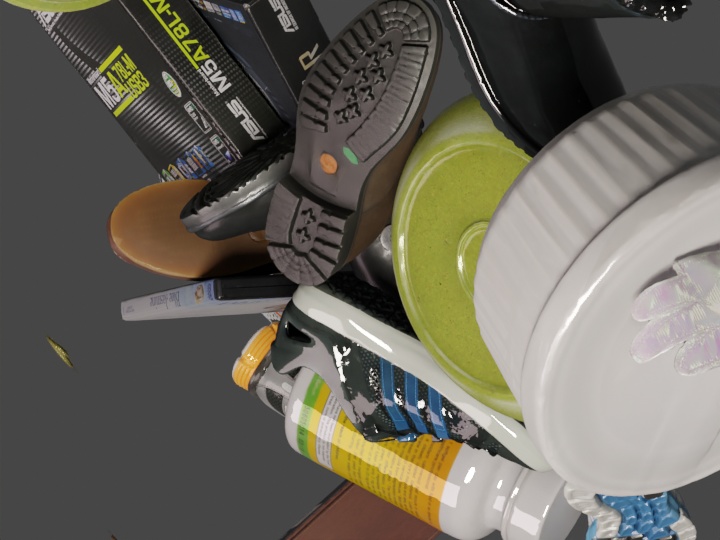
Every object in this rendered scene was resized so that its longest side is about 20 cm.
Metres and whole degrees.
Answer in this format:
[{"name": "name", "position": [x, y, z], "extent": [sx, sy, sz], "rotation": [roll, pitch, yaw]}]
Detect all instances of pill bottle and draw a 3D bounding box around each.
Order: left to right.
[{"name": "pill bottle", "position": [0.057, 0.118, 1.513], "extent": [0.200, 0.111, 0.111], "rotation": [27, 154, 23]}]

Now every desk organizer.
[{"name": "desk organizer", "position": [0.020, 0.185, 1.690], "extent": [0.077, 0.200, 0.072], "rotation": [49, 162, 2]}]

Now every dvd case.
[{"name": "dvd case", "position": [-0.071, 0.018, 1.558], "extent": [0.200, 0.143, 0.018], "rotation": [167, 99, -65]}]

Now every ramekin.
[{"name": "ramekin", "position": [0.145, 0.003, 1.031], "extent": [0.094, 0.202, 0.202], "rotation": [52, 167, 40]}]

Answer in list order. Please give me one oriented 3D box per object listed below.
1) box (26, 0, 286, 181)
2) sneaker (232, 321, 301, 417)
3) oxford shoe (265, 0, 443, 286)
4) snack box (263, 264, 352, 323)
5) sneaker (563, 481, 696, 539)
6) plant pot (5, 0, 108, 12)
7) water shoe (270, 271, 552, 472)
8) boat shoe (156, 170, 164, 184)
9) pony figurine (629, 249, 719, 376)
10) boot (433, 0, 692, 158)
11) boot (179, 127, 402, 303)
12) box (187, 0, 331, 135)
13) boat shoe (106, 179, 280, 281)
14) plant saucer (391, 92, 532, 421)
[{"name": "box", "position": [-0.148, -0.145, 1.552], "extent": [0.193, 0.048, 0.200], "rotation": [50, 162, -7]}, {"name": "sneaker", "position": [-0.016, 0.093, 1.686], "extent": [0.077, 0.078, 0.200], "rotation": [37, -164, 31]}, {"name": "oxford shoe", "position": [0.006, -0.088, 1.333], "extent": [0.073, 0.084, 0.200], "rotation": [40, 127, 18]}, {"name": "snack box", "position": [-0.053, -0.003, 1.737], "extent": [0.116, 0.037, 0.200], "rotation": [43, 161, 18]}, {"name": "sneaker", "position": [0.174, 0.129, 1.438], "extent": [0.200, 0.075, 0.087], "rotation": [64, -163, -61]}, {"name": "plant pot", "position": [-0.115, -0.237, 1.235], "extent": [0.184, 0.200, 0.200], "rotation": [14, 141, 45]}, {"name": "water shoe", "position": [0.036, 0.078, 1.389], "extent": [0.200, 0.079, 0.072], "rotation": [34, -159, 11]}, {"name": "boat shoe", "position": [-0.137, -0.109, 1.736], "extent": [0.071, 0.072, 0.200], "rotation": [47, 155, 44]}, {"name": "pony figurine", "position": [0.236, 0.052, 0.916], "extent": [0.200, 0.193, 0.167], "rotation": [160, 94, -70]}, {"name": "boot", "position": [0.103, -0.133, 1.058], "extent": [0.198, 0.073, 0.162], "rotation": [57, 159, -16]}, {"name": "boot", "position": [0.001, 0.000, 1.443], "extent": [0.200, 0.165, 0.066], "rotation": [56, -170, -17]}, {"name": "box", "position": [-0.076, -0.145, 1.523], "extent": [0.200, 0.044, 0.160], "rotation": [26, 150, 54]}, {"name": "boat shoe", "position": [-0.083, -0.025, 1.537], "extent": [0.070, 0.200, 0.070], "rotation": [155, 113, -68]}, {"name": "plant saucer", "position": [0.084, -0.004, 1.257], "extent": [0.200, 0.031, 0.200], "rotation": [17, 114, 42]}]
